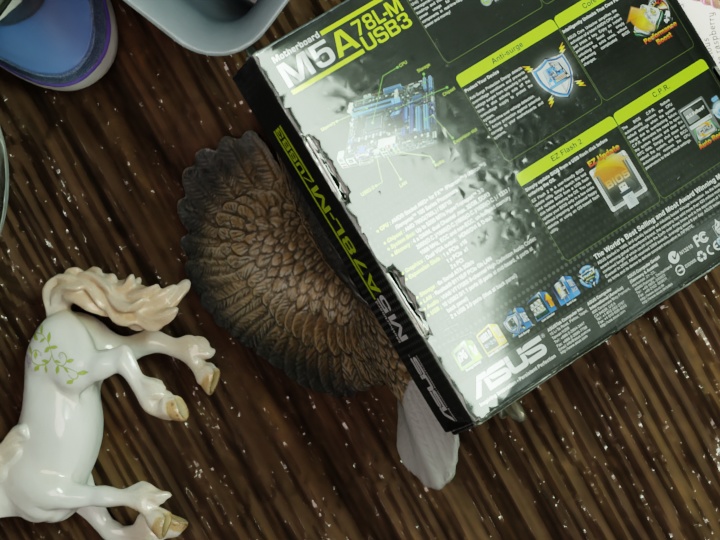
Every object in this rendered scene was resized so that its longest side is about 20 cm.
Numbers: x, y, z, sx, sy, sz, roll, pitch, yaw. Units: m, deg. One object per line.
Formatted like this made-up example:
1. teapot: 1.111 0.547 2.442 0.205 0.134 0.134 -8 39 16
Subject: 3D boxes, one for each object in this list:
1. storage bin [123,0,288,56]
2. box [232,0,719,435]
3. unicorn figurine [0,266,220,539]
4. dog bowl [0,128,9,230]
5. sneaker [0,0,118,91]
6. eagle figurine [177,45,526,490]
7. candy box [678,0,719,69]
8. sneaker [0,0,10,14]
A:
1. storage bin: -0.089 -0.213 1.109 0.200 0.134 0.146 38 98 0
2. box: 0.074 -0.058 1.046 0.199 0.048 0.194 -32 88 -19
3. unicorn figurine: -0.155 0.093 1.184 0.136 0.074 0.202 15 83 14
4. dog bowl: -0.273 -0.047 1.183 0.198 0.059 0.202 1 95 5
5. sneaker: -0.207 -0.170 1.119 0.080 0.146 0.201 -38 90 8
6. eagle figurine: 0.001 -0.004 1.127 0.199 0.151 0.153 25 106 -9
7. candy box: 0.182 -0.148 1.123 0.198 0.061 0.138 -8 95 6
8. sneaker: -0.232 -0.127 1.066 0.114 0.076 0.199 44 130 -15
